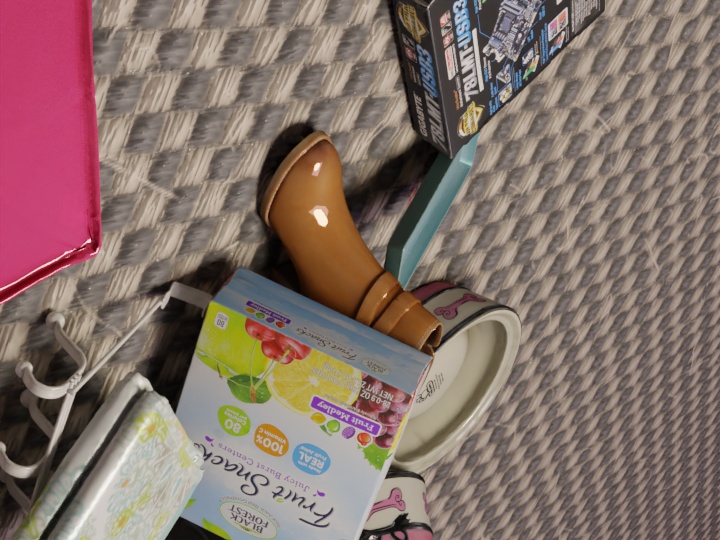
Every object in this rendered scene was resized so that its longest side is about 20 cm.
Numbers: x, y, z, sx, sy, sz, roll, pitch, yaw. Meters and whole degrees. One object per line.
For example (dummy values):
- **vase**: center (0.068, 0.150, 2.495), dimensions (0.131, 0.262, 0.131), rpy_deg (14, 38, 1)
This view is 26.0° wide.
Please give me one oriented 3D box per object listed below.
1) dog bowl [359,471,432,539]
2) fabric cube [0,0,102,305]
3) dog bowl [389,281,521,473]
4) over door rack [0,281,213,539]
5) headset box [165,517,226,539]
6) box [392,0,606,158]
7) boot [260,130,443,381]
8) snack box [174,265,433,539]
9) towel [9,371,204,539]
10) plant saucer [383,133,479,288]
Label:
- **dog bowl**: center (-0.017, 0.271, 1.484), dimensions (0.198, 0.074, 0.201), rpy_deg (-20, 155, -10)
- **fabric cube**: center (-0.246, -0.087, 0.665), dimensions (0.195, 0.199, 0.201), rpy_deg (-33, 147, -34)
- **dog bowl**: center (0.063, 0.099, 1.501), dimensions (0.200, 0.074, 0.201), rpy_deg (-38, 150, -26)
- **over door rack**: center (-0.199, 0.096, 1.113), dimensions (0.200, 0.066, 0.149), rpy_deg (-33, 150, -59)
- **headset box**: center (-0.108, 0.261, 1.346), dimensions (0.075, 0.148, 0.202), rpy_deg (-15, 134, -49)
- **box**: center (0.113, -0.216, 1.230), dimensions (0.198, 0.050, 0.201), rpy_deg (-44, 152, -15)
- **boot**: center (0.000, 0.000, 1.195), dimensions (0.073, 0.154, 0.201), rpy_deg (-36, 149, -28)
- **snack box**: center (-0.056, 0.124, 1.196), dimensions (0.068, 0.167, 0.202), rpy_deg (-54, 166, -58)
- **towel**: center (-0.186, 0.181, 1.089), dimensions (0.201, 0.048, 0.172), rpy_deg (-58, 162, -18)
- **plant saucer**: center (0.059, -0.057, 1.292), dimensions (0.070, 0.019, 0.201), rpy_deg (99, 16, -44)
